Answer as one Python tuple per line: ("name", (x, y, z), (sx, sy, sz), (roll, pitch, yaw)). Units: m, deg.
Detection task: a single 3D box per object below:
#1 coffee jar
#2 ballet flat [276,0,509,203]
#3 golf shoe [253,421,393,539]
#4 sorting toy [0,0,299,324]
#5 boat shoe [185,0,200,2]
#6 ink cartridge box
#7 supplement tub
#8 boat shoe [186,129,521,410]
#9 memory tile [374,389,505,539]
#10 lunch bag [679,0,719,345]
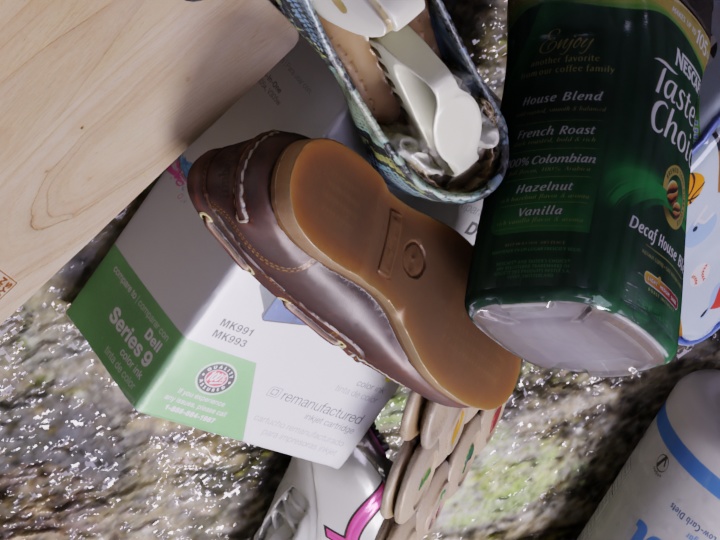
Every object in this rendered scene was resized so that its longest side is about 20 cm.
("coffee jar", (0.109, -0.059, 1.192), (0.104, 0.085, 0.201), (35, 58, -52))
("ballet flat", (0.014, -0.105, 1.103), (0.074, 0.074, 0.200), (-36, 129, -3))
("golf shoe", (-0.020, 0.147, 1.408), (0.092, 0.073, 0.200), (-24, 137, -17))
("sorting toy", (-0.161, -0.099, 1.089), (0.200, 0.070, 0.199), (-43, 139, 5))
("boat shoe", (0.004, -0.159, 1.028), (0.199, 0.074, 0.066), (-43, 123, -18))
("ink cartridge box", (-0.022, -0.016, 1.251), (0.145, 0.088, 0.200), (21, 110, -44))
("supplement tub", (0.200, 0.172, 1.547), (0.132, 0.132, 0.200), (9, 119, -40))
("boat shoe", (0.000, 0.000, 1.172), (0.200, 0.070, 0.071), (46, 54, -40))
("memory tile", (0.052, 0.069, 1.341), (0.200, 0.017, 0.154), (-50, 157, -56))
("lunch bag", (0.195, -0.057, 1.383), (0.200, 0.076, 0.160), (-46, 141, 7))
